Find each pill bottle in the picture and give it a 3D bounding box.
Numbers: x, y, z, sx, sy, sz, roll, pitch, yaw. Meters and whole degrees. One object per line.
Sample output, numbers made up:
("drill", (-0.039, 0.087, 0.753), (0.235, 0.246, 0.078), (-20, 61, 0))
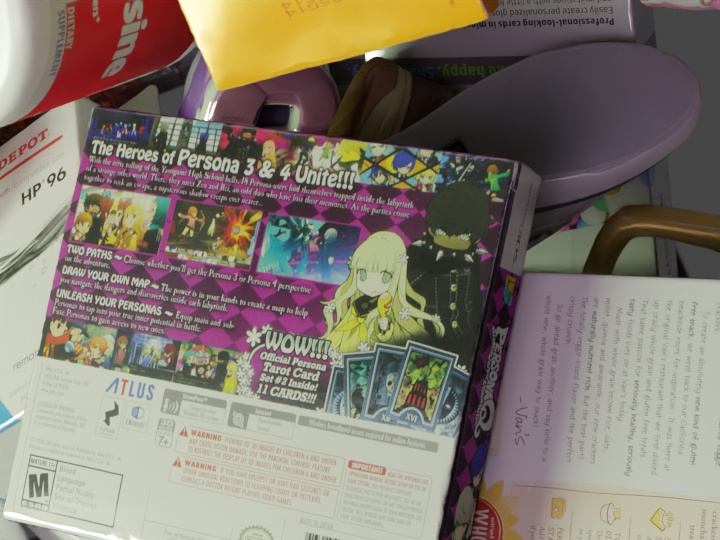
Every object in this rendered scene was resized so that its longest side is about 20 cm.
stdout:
("pill bottle", (-0.133, -0.135, 0.884), (0.112, 0.200, 0.112), (10, 112, 27))

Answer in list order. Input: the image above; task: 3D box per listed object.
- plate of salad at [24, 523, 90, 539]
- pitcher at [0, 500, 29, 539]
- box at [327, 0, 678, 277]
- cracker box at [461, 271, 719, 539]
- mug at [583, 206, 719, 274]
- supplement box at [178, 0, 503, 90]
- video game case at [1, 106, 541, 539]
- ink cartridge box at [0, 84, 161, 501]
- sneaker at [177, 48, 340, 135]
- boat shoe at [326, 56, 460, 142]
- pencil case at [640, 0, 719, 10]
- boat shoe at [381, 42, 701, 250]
("plate of salad", (-0.125, 0.091, 1.090), (0.200, 0.048, 0.200), (10, 117, 19))
("pitcher", (-0.222, 0.194, 1.144), (0.121, 0.171, 0.200), (-51, 59, 22))
("box", (0.067, -0.059, 0.929), (0.156, 0.041, 0.200), (3, 116, 25))
("cracker box", (0.108, 0.072, 0.771), (0.200, 0.058, 0.134), (3, 81, 27))
("mug", (0.199, 0.041, 0.839), (0.186, 0.149, 0.153), (5, 114, -18))
("supplement box", (0.018, -0.157, 0.806), (0.126, 0.200, 0.074), (-12, 112, 29))
("video game case", (-0.039, 0.033, 0.795), (0.200, 0.036, 0.182), (8, 84, 25))
("ink cartridge box", (-0.151, -0.002, 0.949), (0.116, 0.200, 0.068), (-31, 140, 28))
("sneaker", (-0.061, -0.037, 0.979), (0.080, 0.089, 0.200), (-4, 125, -22))
("boat shoe", (0.000, 0.000, 0.922), (0.072, 0.072, 0.200), (18, 109, -15))
("pencil case", (0.206, -0.145, 0.796), (0.200, 0.087, 0.083), (6, 86, 23))
("boat shoe", (0.055, -0.037, 0.858), (0.200, 0.074, 0.065), (-20, 148, -1))
